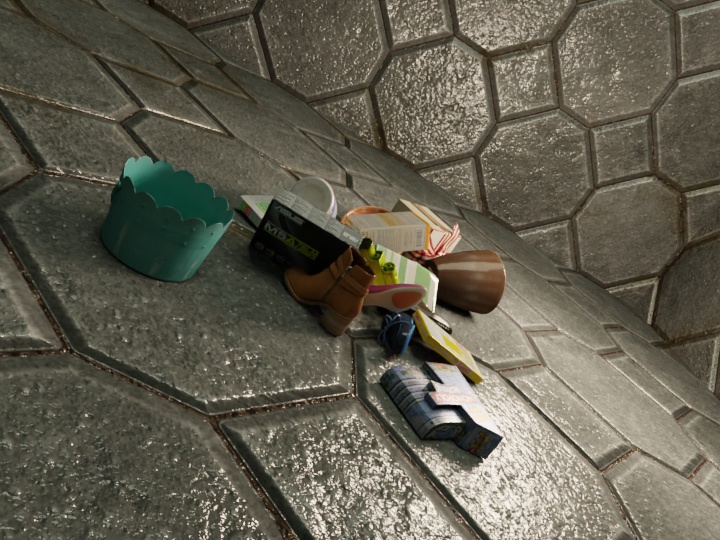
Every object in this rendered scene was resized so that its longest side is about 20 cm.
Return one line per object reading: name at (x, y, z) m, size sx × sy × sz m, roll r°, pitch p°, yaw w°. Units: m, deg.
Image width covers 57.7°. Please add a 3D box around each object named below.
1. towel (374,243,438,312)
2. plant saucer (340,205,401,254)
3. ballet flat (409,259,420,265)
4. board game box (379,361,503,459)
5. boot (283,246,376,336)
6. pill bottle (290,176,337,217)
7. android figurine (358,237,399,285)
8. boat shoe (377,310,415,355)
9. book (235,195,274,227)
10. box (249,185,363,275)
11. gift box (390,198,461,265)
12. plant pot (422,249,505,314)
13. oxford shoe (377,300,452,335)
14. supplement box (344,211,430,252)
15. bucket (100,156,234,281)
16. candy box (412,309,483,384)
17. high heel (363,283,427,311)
towel at (0.106, 0.040, 1.610) m, size 0.199 × 0.023 × 0.153 m, roll 25°, pitch 60°, yaw -24°
plant saucer at (0.037, -0.100, 1.824) m, size 0.199 × 0.038 × 0.201 m, roll 7°, pitch 48°, yaw -8°
ballet flat at (0.073, -0.005, 1.741) m, size 0.199 × 0.072 × 0.072 m, roll 9°, pitch 29°, yaw -36°
board game box at (0.165, 0.261, 1.233) m, size 0.199 × 0.062 × 0.200 m, roll 14°, pitch 26°, yaw -45°
boot at (-0.063, 0.013, 1.310) m, size 0.076 × 0.156 × 0.200 m, roll 4°, pitch 34°, yaw -46°
pill bottle at (-0.117, -0.164, 1.667) m, size 0.112 × 0.113 × 0.200 m, roll 35°, pitch -5°, yaw 3°
android figurine at (0.000, 0.000, 1.445) m, size 0.181 × 0.201 × 0.041 m, roll 12°, pitch 54°, yaw 20°
boat shoe at (0.071, 0.132, 1.400) m, size 0.068 × 0.085 × 0.200 m, roll 26°, pitch 2°, yaw 0°
book at (-0.194, -0.102, 1.564) m, size 0.200 × 0.048 × 0.133 m, roll 46°, pitch 23°, yaw 21°
box at (-0.118, -0.062, 1.372) m, size 0.199 × 0.193 × 0.048 m, roll 32°, pitch 57°, yaw -8°
gift box at (0.174, -0.096, 1.925) m, size 0.184 × 0.201 × 0.187 m, roll 2°, pitch 37°, yaw -49°
plant pot at (0.275, 0.026, 1.857) m, size 0.199 × 0.188 × 0.187 m, roll 5°, pitch 31°, yaw -28°
oxford shoe at (0.137, 0.093, 1.546) m, size 0.199 × 0.073 × 0.085 m, roll 31°, pitch 45°, yaw -16°
supplement box at (0.069, -0.100, 1.728) m, size 0.199 × 0.074 × 0.126 m, roll -5°, pitch 23°, yaw -17°
bucket at (-0.339, -0.087, 1.133) m, size 0.206 × 0.135 × 0.207 m, roll 31°, pitch 19°, yaw -12°
candy box at (0.199, 0.175, 1.487) m, size 0.200 × 0.026 × 0.102 m, roll 40°, pitch 14°, yaw -29°
high heel at (0.042, 0.047, 1.415) m, size 0.096 × 0.199 × 0.068 m, roll -98°, pitch 170°, yaw -57°
